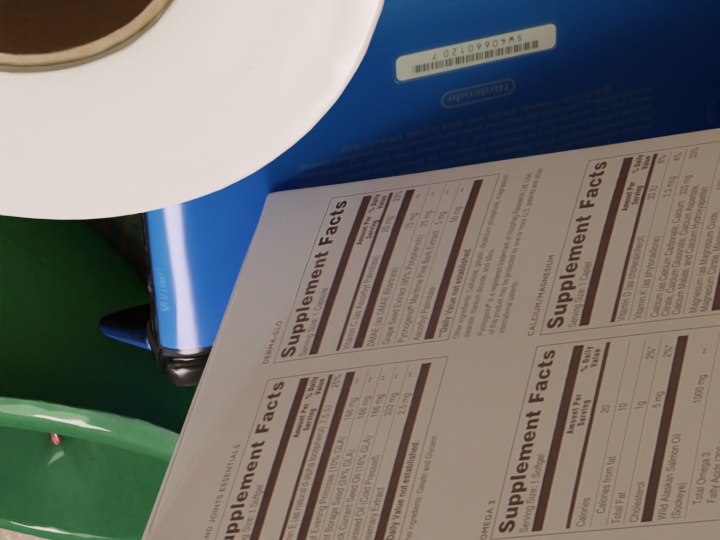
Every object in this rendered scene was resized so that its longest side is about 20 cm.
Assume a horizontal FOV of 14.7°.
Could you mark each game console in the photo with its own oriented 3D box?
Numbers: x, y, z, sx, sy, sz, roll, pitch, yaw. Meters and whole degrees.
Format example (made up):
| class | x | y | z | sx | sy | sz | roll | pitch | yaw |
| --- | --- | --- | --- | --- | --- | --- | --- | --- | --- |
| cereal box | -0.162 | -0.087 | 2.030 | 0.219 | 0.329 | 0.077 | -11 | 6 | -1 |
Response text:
| class | x | y | z | sx | sy | sz | roll | pitch | yaw |
| --- | --- | --- | --- | --- | --- | --- | --- | --- | --- |
| game console | 0.017 | -0.042 | 0.873 | 0.199 | 0.118 | 0.172 | -14 | 126 | -15 |

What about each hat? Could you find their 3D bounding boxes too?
| class | x | y | z | sx | sy | sz | roll | pitch | yaw |
| --- | --- | --- | --- | --- | --- | --- | --- | --- | --- |
| hat | -0.106 | -0.009 | 1.004 | 0.165 | 0.177 | 0.199 | -11 | 152 | 42 |

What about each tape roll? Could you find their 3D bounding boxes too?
| class | x | y | z | sx | sy | sz | roll | pitch | yaw |
| --- | --- | --- | --- | --- | --- | --- | --- | --- | --- |
| tape roll | -0.077 | -0.133 | 0.690 | 0.201 | 0.140 | 0.204 | 8 | 133 | 8 |

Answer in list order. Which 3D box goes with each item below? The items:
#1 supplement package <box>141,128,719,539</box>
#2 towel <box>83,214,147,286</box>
| class | x | y | z | sx | sy | sz | roll | pitch | yaw |
| --- | --- | --- | --- | --- | --- | --- | --- | --- | --- |
| supplement package | 0.072 | 0.070 | 0.745 | 0.199 | 0.151 | 0.152 | -7 | 132 | 26 |
| towel | -0.110 | -0.009 | 1.039 | 0.146 | 0.022 | 0.201 | 36 | 143 | 14 |
